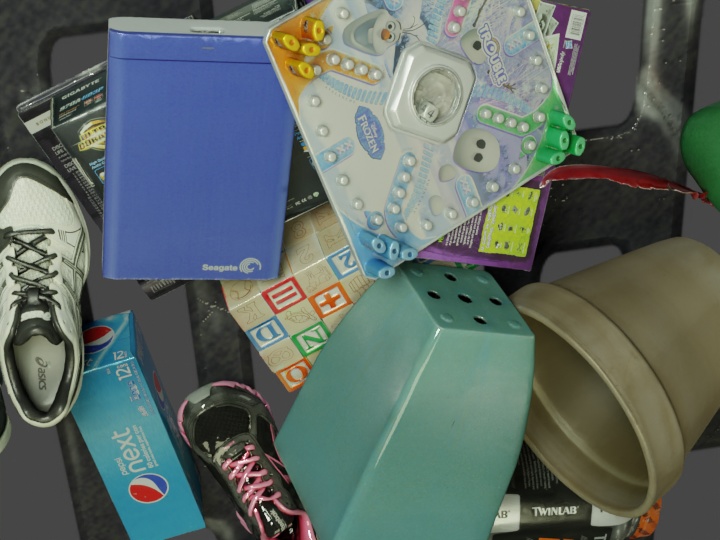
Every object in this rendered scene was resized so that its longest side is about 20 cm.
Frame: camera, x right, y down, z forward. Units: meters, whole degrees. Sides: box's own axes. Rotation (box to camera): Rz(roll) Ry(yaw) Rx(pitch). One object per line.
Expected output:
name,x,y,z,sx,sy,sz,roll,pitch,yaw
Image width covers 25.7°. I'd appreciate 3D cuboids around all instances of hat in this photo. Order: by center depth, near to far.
hat,0.256,-0.098,1.227,0.174,0.200,0.167,15,82,16

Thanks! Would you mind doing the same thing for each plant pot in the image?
plant pot,0.045,0.102,1.228,0.140,0.142,0.201,6,120,-29
plant pot,0.224,0.068,1.275,0.173,0.200,0.201,-33,130,-21

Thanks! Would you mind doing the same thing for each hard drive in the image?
hard drive,-0.114,-0.081,1.114,0.130,0.025,0.202,0,126,-11

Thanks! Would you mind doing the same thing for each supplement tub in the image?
supplement tub,0.155,0.191,1.387,0.198,0.123,0.124,-1,126,-10

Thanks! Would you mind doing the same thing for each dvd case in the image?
dvd case,-0.144,-0.080,1.196,0.148,0.016,0.201,-26,127,7

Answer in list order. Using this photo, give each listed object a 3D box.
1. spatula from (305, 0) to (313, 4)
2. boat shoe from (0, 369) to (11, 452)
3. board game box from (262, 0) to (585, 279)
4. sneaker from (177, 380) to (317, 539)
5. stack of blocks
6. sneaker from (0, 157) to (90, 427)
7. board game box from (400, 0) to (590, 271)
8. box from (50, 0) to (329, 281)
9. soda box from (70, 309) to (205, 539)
spatula,0.023,-0.203,1.137,0.198,0.021,0.057,-22,125,7
boat shoe,-0.303,0.084,1.174,0.074,0.200,0.067,-16,113,-4
board game box,0.053,-0.122,1.106,0.199,0.026,0.201,-32,117,-17
sneaker,-0.087,0.178,1.340,0.079,0.096,0.201,-30,127,-1
stack of blocks,0.000,0.000,1.248,0.199,0.059,0.115,-28,135,5
sneaker,-0.234,0.018,1.169,0.075,0.088,0.202,-7,100,-9
board game box,0.095,-0.104,1.164,0.119,0.032,0.202,6,102,-34
box,-0.101,-0.097,1.150,0.199,0.046,0.160,-25,128,9
soda box,-0.189,0.134,1.310,0.067,0.064,0.201,-16,127,0
